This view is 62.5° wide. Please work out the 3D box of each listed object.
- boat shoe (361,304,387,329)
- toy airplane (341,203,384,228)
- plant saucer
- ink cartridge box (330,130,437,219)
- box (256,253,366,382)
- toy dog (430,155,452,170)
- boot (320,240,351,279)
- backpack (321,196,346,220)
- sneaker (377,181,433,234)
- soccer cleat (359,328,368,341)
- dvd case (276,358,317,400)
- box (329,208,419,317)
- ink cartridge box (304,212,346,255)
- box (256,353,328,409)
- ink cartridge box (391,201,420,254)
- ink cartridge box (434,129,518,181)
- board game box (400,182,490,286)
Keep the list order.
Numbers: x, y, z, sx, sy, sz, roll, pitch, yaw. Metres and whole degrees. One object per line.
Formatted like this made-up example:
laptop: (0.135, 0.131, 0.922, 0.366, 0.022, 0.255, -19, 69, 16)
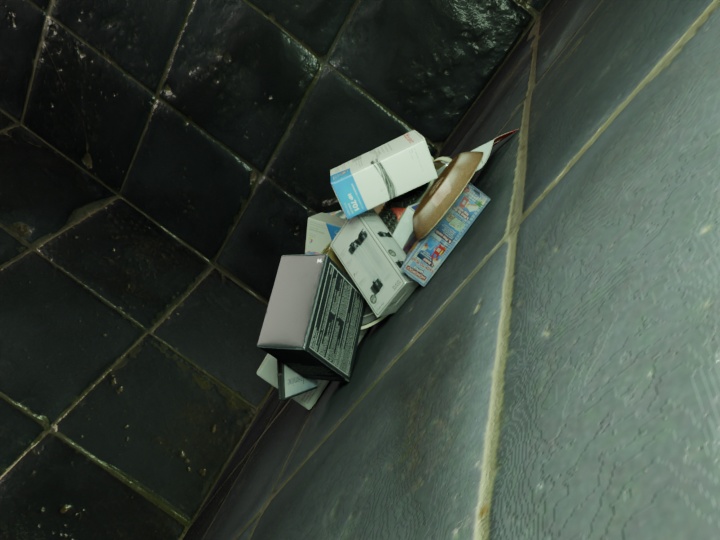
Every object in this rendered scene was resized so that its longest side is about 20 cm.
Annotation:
boat shoe: (-0.022, 0.097, 1.339, 0.198, 0.064, 0.073, -16, 13, 33)
toy airplane: (0.048, -0.156, 1.415, 0.141, 0.196, 0.204, 158, 117, -63)
plant saucer: (0.152, -0.147, 1.102, 0.202, 0.036, 0.200, -55, 3, 5)
ink cartridge box: (0.042, -0.197, 1.200, 0.197, 0.087, 0.147, -23, 19, 5)
box: (-0.093, 0.099, 1.224, 0.199, 0.121, 0.203, 49, -132, -53)
toy dog: (0.178, -0.206, 1.501, 0.200, 0.138, 0.196, -48, 16, 57)
boot: (0.000, 0.000, 1.407, 0.066, 0.200, 0.176, -31, 23, 46)
backpack: (-0.026, -0.098, 1.553, 0.125, 0.203, 0.166, -20, 10, -32)
sneaker: (0.099, -0.140, 1.323, 0.201, 0.070, 0.093, -57, -19, 11)
soccer cleat: (-0.032, 0.170, 1.416, 0.068, 0.087, 0.199, -4, 19, 38)
dvd case: (-0.138, 0.167, 1.288, 0.142, 0.017, 0.204, -2, -90, -65)
box: (0.030, -0.020, 1.235, 0.060, 0.201, 0.117, -9, -34, -45)
ink cartridge box: (-0.076, -0.030, 1.484, 0.067, 0.115, 0.203, -32, -46, -57)
box: (-0.142, 0.214, 1.572, 0.202, 0.170, 0.199, -57, 3, 7)
ink cartridge box: (0.118, -0.071, 1.322, 0.196, 0.043, 0.202, -30, -28, -54)
ink cartridge box: (0.246, -0.235, 1.319, 0.198, 0.048, 0.160, -27, 1, -15)
board game box: (0.153, -0.071, 1.169, 0.201, 0.061, 0.200, -55, 4, 2)
